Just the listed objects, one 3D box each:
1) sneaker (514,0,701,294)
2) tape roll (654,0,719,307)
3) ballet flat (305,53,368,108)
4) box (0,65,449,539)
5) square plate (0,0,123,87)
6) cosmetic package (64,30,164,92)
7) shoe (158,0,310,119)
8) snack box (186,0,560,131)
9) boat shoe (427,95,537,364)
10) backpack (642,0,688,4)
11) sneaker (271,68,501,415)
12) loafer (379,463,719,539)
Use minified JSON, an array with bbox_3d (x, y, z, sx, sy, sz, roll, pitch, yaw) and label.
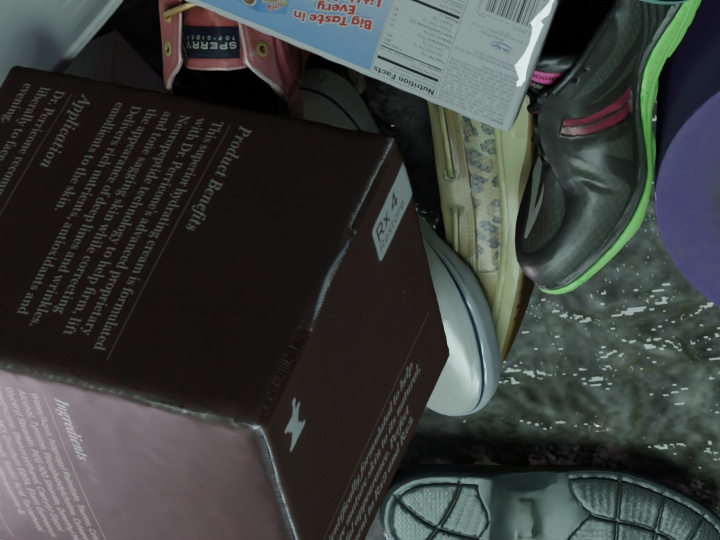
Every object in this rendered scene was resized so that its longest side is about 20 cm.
[{"bbox_3d":[0.100,-0.087,1.377,0.084,0.077,0.201,1,110,-33],"label":"sneaker"},{"bbox_3d":[0.242,-0.061,1.417,0.199,0.085,0.200,4,136,4],"label":"tape roll"},{"bbox_3d":[-0.023,-0.041,1.512,0.066,0.057,0.200,18,132,17],"label":"ballet flat"},{"bbox_3d":[-0.089,0.032,1.337,0.199,0.166,0.164,13,145,21],"label":"box"},{"bbox_3d":[-0.216,-0.153,1.386,0.200,0.028,0.198,45,130,1],"label":"square plate"},{"bbox_3d":[-0.178,-0.032,1.505,0.200,0.081,0.113,-22,134,26],"label":"cosmetic package"},{"bbox_3d":[-0.062,-0.137,1.317,0.071,0.091,0.200,-2,149,14],"label":"shoe"},{"bbox_3d":[-0.016,-0.129,1.250,0.200,0.024,0.072,23,127,5],"label":"snack box"},{"bbox_3d":[0.061,-0.042,1.480,0.063,0.073,0.200,10,125,11],"label":"boat shoe"},{"bbox_3d":[0.083,-0.222,1.205,0.199,0.176,0.153,18,167,1],"label":"backpack"},{"bbox_3d":[0.000,0.000,1.444,0.073,0.071,0.200,-16,116,38],"label":"sneaker"},{"bbox_3d":[0.109,0.135,1.666,0.199,0.063,0.072,8,105,-5],"label":"loafer"}]
